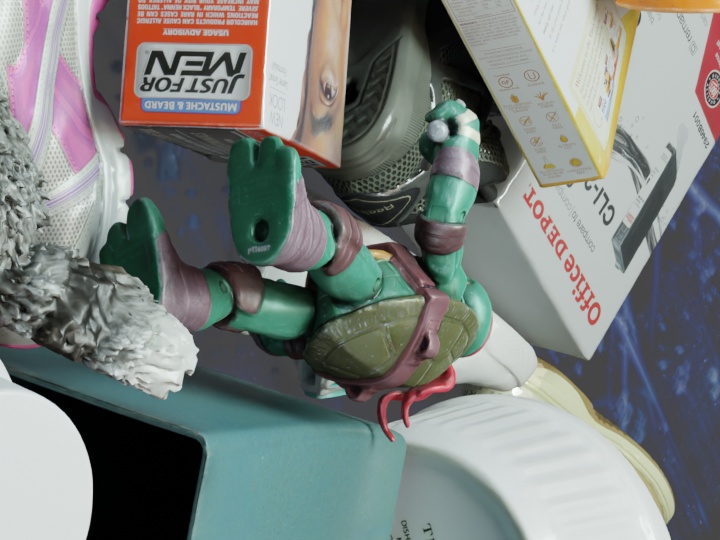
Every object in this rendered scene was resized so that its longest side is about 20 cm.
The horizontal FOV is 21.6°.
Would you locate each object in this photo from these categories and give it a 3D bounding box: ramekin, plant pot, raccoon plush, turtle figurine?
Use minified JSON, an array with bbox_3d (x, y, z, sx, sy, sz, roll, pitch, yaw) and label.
[{"bbox_3d":[0.045,0.160,0.915,0.094,0.201,0.204,5,99,-54],"label":"ramekin"},{"bbox_3d":[-0.073,0.110,0.818,0.199,0.140,0.143,-4,106,-58],"label":"plant pot"},{"bbox_3d":[-0.125,-0.060,0.645,0.199,0.097,0.135,28,88,-29],"label":"raccoon plush"},{"bbox_3d":[0.000,0.000,0.759,0.150,0.101,0.199,-44,150,23],"label":"turtle figurine"}]

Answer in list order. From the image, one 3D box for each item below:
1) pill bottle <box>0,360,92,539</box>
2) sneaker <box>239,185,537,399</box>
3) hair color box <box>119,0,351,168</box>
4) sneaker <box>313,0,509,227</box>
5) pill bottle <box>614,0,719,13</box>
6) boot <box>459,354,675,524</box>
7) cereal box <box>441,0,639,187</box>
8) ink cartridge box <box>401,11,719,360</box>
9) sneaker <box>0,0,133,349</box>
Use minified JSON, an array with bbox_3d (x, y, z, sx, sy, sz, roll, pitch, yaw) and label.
[{"bbox_3d":[-0.182,0.053,0.610,0.112,0.199,0.113,-20,117,-45],"label":"pill bottle"},{"bbox_3d":[0.008,0.032,0.946,0.200,0.075,0.089,31,90,-43],"label":"sneaker"},{"bbox_3d":[-0.043,-0.148,0.757,0.111,0.063,0.202,15,79,-75],"label":"hair color box"},{"bbox_3d":[0.030,-0.104,0.894,0.114,0.076,0.201,56,41,-50],"label":"sneaker"},{"bbox_3d":[0.150,-0.216,0.835,0.106,0.106,0.202,-15,111,-46],"label":"pill bottle"},{"bbox_3d":[0.095,0.149,1.080,0.200,0.072,0.155,42,70,-43],"label":"boot"},{"bbox_3d":[0.072,-0.157,0.847,0.200,0.039,0.145,57,38,-39],"label":"cereal box"},{"bbox_3d":[0.112,-0.076,1.009,0.201,0.083,0.145,-56,139,-19],"label":"ink cartridge box"},{"bbox_3d":[-0.143,-0.068,0.718,0.088,0.081,0.202,-9,101,-47],"label":"sneaker"}]
